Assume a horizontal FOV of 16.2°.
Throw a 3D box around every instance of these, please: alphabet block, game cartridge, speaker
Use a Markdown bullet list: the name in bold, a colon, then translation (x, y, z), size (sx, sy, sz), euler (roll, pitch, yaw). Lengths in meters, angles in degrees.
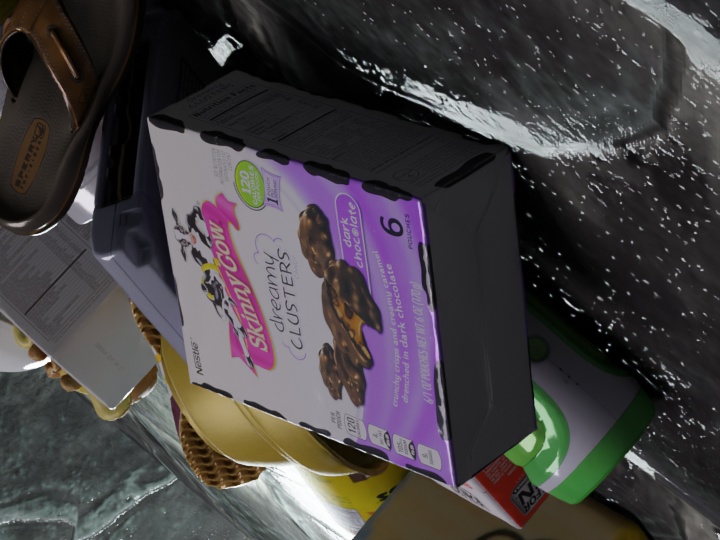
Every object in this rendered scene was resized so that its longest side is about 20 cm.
- **alphabet block**: translation (0.114, 0.261, 1.824), size (0.200, 0.195, 0.196), euler (30, 166, 49)
- **game cartridge**: translation (-0.103, -0.047, 1.463), size (0.041, 0.200, 0.133), euler (-19, 136, 24)
- **speaker**: translation (0.067, 0.039, 1.415), size (0.200, 0.088, 0.088), euler (41, 169, 1)

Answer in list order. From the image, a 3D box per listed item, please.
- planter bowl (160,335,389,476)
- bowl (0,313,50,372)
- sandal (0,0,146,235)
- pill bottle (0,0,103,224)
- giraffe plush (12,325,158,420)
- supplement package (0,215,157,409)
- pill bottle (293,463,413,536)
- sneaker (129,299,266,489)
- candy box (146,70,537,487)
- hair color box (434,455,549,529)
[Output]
- **planter bowl**: translation (-0.069, 0.061, 1.605), size (0.201, 0.083, 0.201), euler (51, -162, -24)
- **bowl**: translation (-0.288, -0.018, 2.096), size (0.074, 0.200, 0.200), euler (10, 170, 29)
- **sandal**: translation (-0.176, -0.115, 1.408), size (0.082, 0.200, 0.055), euler (33, -162, 33)
- **pill bottle**: translation (-0.210, -0.125, 1.502), size (0.200, 0.112, 0.112), euler (46, 168, -14)
- **giraffe plush**: translation (-0.180, 0.044, 2.050), size (0.200, 0.162, 0.172), euler (48, 167, -32)
- **supplement package**: translation (-0.226, -0.029, 1.915), size (0.200, 0.151, 0.152), euler (41, 174, 21)
- **pill bottle**: translation (0.008, 0.135, 1.905), size (0.109, 0.109, 0.200), euler (35, 167, 31)
- **sneaker**: translation (-0.112, 0.061, 1.813), size (0.090, 0.075, 0.200), euler (-105, -1, -60)
- **candy box**: translation (-0.011, 0.001, 1.322), size (0.200, 0.071, 0.168), euler (18, 127, 40)
- **hair color box**: translation (0.038, 0.068, 1.578), size (0.200, 0.061, 0.101), euler (49, 166, -33)
